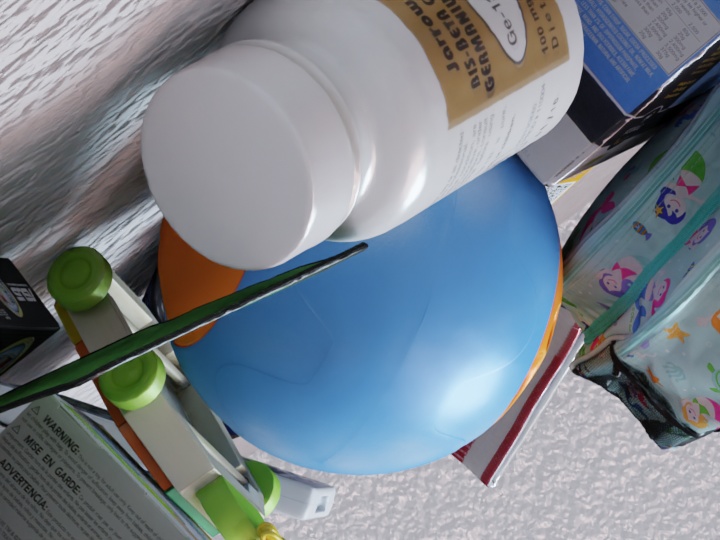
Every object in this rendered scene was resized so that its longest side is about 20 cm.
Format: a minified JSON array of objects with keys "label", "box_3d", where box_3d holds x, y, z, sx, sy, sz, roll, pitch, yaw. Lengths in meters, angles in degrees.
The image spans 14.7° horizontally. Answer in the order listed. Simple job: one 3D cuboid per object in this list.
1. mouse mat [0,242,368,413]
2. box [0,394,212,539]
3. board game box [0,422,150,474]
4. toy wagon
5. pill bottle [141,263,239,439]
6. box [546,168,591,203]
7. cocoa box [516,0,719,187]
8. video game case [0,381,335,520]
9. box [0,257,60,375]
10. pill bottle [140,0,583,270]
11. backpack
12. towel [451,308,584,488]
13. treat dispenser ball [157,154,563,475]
[{"label":"mouse mat","box_3d":[-0.104,0.036,1.200,0.161,0.008,0.200,-26,-178,-37]},{"label":"box","box_3d":[-0.138,0.139,1.352,0.101,0.112,0.200,-44,172,-4]},{"label":"board game box","box_3d":[-0.167,0.119,1.613,0.200,0.126,0.035,35,74,-79]},{"label":"toy wagon","box_3d":[-0.092,0.078,1.404,0.040,0.200,0.155,-34,144,4]},{"label":"pill bottle","box_3d":[-0.070,0.026,1.605,0.112,0.112,0.200,-37,174,-18]},{"label":"box","box_3d":[0.034,-0.052,1.566,0.041,0.119,0.200,-10,153,-50]},{"label":"cocoa box","box_3d":[0.127,-0.142,1.383,0.131,0.133,0.200,-41,174,22]},{"label":"video game case","box_3d":[-0.116,0.105,1.623,0.182,0.200,0.023,56,51,-84]},{"label":"box","box_3d":[-0.224,0.056,1.192,0.160,0.044,0.200,-38,175,4]},{"label":"pill bottle","box_3d":[0.001,-0.076,1.201,0.200,0.114,0.114,-32,172,-48]},{"label":"backpack","box_3d":[0.191,-0.006,1.391,0.178,0.151,0.200,-48,-175,-12]},{"label":"towel","box_3d":[0.041,0.010,1.615,0.023,0.200,0.144,-12,140,-46]},{"label":"treat dispenser ball","box_3d":[0.000,0.000,1.370,0.201,0.201,0.201,-38,175,-4]}]
